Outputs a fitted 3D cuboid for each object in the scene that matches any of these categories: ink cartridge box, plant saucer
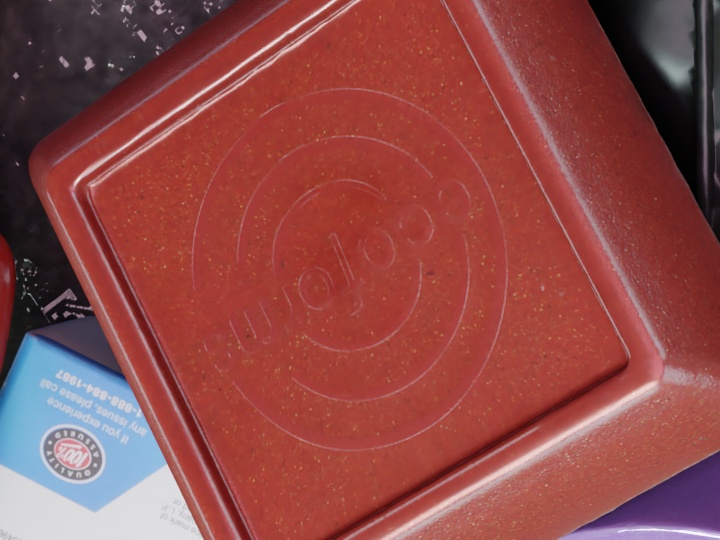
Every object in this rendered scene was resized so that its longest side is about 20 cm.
[{"bbox_3d":[-0.082,0.137,0.846,0.145,0.084,0.201,26,98,7],"label":"ink cartridge box"},{"bbox_3d":[0.000,0.000,0.741,0.199,0.037,0.201,-32,78,23],"label":"plant saucer"}]

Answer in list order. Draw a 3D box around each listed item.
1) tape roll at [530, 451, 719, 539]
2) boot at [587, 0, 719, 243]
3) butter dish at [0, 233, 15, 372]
[{"bbox_3d":[0.116,0.151,0.786,0.199,0.066,0.201,10,119,17],"label":"tape roll"},{"bbox_3d":[0.059,-0.082,0.774,0.157,0.079,0.212,1,92,25],"label":"boot"},{"bbox_3d":[-0.183,0.029,0.763,0.147,0.199,0.201,0,69,47],"label":"butter dish"}]
